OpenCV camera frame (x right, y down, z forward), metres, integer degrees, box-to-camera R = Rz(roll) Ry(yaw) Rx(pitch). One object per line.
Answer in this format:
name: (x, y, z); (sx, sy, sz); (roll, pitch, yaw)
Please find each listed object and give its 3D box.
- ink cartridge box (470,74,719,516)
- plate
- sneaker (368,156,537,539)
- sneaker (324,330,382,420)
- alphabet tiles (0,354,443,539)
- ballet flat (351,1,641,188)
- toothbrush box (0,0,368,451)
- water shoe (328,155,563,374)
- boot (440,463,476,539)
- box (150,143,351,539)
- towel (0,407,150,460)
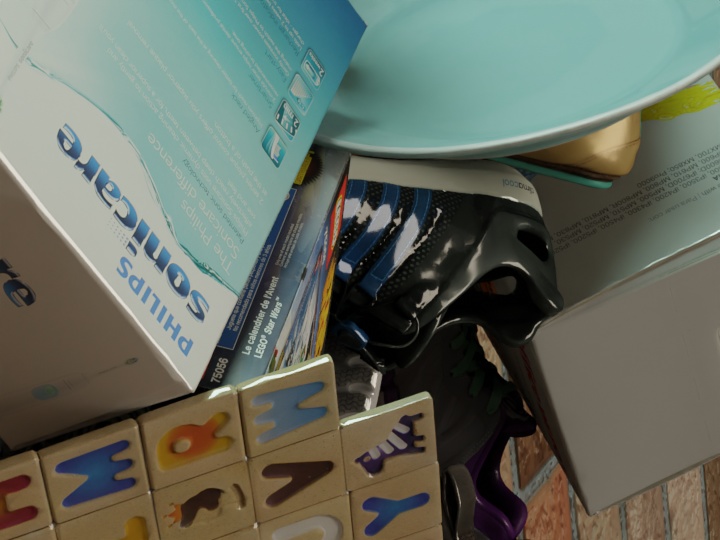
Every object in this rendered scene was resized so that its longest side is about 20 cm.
ink cartridge box: (0.121, -0.016, 1.320); (0.200, 0.144, 0.146); (61, -5, 45)
plate: (0.056, -0.086, 1.027); (0.200, 0.199, 0.026); (-60, 144, -51)
sneaker: (0.044, 0.041, 1.314); (0.074, 0.087, 0.202); (-38, 125, -63)
sneaker: (-0.028, 0.107, 1.154); (0.082, 0.074, 0.201); (90, 17, -74)
alphabet tiles: (-0.065, 0.106, 0.918); (0.167, 0.199, 0.006); (85, -18, -45)
ballet flat: (0.018, -0.081, 1.111); (0.069, 0.198, 0.064); (-101, -160, -75)
toothbrush box: (-0.094, -0.065, 0.912); (0.147, 0.085, 0.201); (52, 38, -27)
water shoe: (0.000, 0.000, 1.100); (0.199, 0.072, 0.079); (-7, 63, -32)
boot: (0.008, 0.195, 1.202); (0.175, 0.200, 0.069); (59, 27, 8)
box: (-0.046, 0.069, 0.997); (0.137, 0.040, 0.201); (-69, 171, -49)
towel: (-0.105, 0.083, 1.009); (0.200, 0.034, 0.194); (64, 34, -48)
